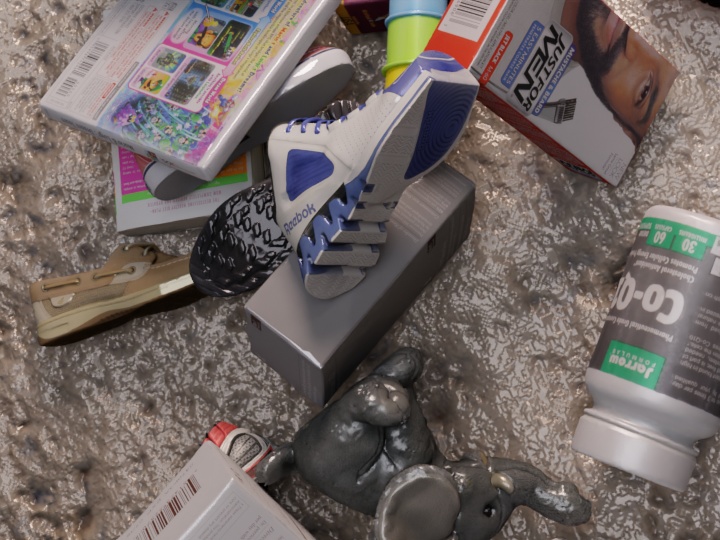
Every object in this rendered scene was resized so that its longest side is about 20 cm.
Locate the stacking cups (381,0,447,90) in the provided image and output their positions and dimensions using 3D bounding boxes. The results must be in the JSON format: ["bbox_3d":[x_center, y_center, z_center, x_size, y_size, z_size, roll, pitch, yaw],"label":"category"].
[{"bbox_3d":[0.050,-0.212,1.194,0.060,0.061,0.202,2,80,12],"label":"stacking cups"}]

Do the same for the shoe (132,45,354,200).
[{"bbox_3d":[-0.108,-0.148,1.256,0.199,0.071,0.091,-32,71,6],"label":"shoe"}]

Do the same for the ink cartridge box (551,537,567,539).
[{"bbox_3d":[0.182,0.318,1.141,0.143,0.147,0.202,16,87,13],"label":"ink cartridge box"}]

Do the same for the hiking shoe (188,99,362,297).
[{"bbox_3d":[-0.055,-0.051,1.246,0.200,0.101,0.076,-43,83,4],"label":"hiking shoe"}]

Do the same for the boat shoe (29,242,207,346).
[{"bbox_3d":[-0.194,0.006,1.299,0.198,0.071,0.065,-19,80,10],"label":"boat shoe"}]

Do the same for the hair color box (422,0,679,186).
[{"bbox_3d":[0.152,-0.161,1.184,0.064,0.199,0.112,28,89,49],"label":"hair color box"}]

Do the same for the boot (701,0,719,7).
[{"bbox_3d":[0.334,-0.286,1.225,0.197,0.073,0.164,27,91,7],"label":"boot"}]

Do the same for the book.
[{"bbox_3d":[-0.155,-0.138,1.324,0.132,0.048,0.202,-7,80,12],"label":"book"}]

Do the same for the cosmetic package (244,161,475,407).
[{"bbox_3d":[0.000,0.000,1.215,0.090,0.107,0.200,34,73,13],"label":"cosmetic package"}]

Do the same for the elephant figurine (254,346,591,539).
[{"bbox_3d":[0.052,0.173,1.202,0.201,0.141,0.155,52,131,1],"label":"elephant figurine"}]

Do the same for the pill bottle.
[{"bbox_3d":[0.242,0.061,1.179,0.112,0.113,0.202,20,87,13],"label":"pill bottle"}]

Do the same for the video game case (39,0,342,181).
[{"bbox_3d":[-0.138,-0.178,1.236,0.181,0.024,0.201,22,66,29],"label":"video game case"}]

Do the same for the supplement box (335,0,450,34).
[{"bbox_3d":[0.075,-0.274,1.270,0.198,0.086,0.112,-6,81,11],"label":"supplement box"}]

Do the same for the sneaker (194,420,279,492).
[{"bbox_3d":[-0.112,0.231,1.251,0.081,0.078,0.202,14,88,9],"label":"sneaker"}]

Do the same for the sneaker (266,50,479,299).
[{"bbox_3d":[-0.012,-0.090,1.122,0.115,0.080,0.200,48,116,30],"label":"sneaker"}]

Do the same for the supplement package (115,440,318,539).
[{"bbox_3d":[-0.077,0.249,1.173,0.117,0.117,0.200,-47,107,-6],"label":"supplement package"}]
